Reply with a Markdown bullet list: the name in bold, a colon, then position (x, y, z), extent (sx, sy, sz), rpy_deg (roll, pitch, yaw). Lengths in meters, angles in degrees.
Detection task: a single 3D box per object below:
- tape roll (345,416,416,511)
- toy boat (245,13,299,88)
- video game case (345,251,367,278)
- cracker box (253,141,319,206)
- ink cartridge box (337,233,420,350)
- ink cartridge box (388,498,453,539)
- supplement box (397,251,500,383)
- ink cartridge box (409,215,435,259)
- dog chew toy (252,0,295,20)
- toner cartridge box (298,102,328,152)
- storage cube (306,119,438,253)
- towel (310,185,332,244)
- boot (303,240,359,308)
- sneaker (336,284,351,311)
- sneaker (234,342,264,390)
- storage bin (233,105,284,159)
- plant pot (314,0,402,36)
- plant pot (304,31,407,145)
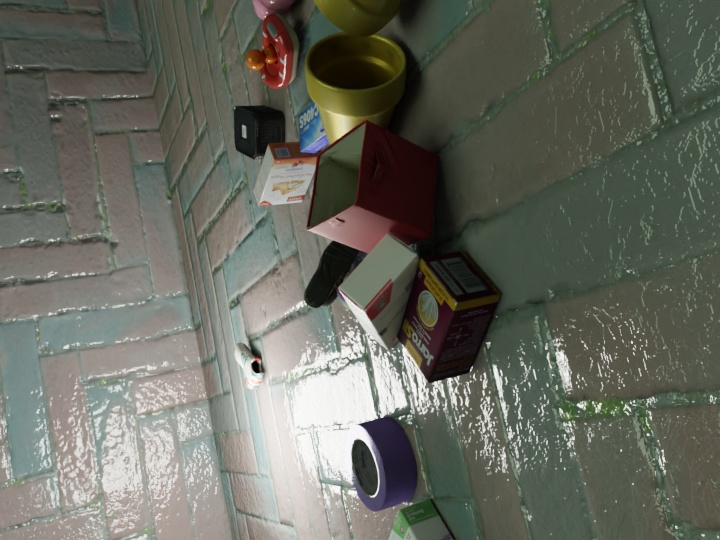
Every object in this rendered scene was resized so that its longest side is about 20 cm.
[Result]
- **tape roll**: position (0.045, 0.452, 1.631), extent (0.200, 0.084, 0.202), rpy_deg (30, 124, 59)
- **toy boat**: position (-0.242, -0.566, 1.834), extent (0.131, 0.130, 0.200), rpy_deg (57, 158, 19)
- **video game case**: position (0.000, 0.000, 1.668), extent (0.200, 0.019, 0.144), rpy_deg (39, 131, 53)
- **cracker box**: position (-0.199, -0.257, 1.863), extent (0.058, 0.133, 0.200), rpy_deg (68, 151, 24)
- **ink cartridge box**: position (0.055, 0.046, 1.329), extent (0.085, 0.146, 0.200), rpy_deg (37, 168, 30)
- **ink cartridge box**: position (0.146, 0.618, 1.475), extent (0.200, 0.087, 0.146), rpy_deg (53, 141, 41)
- **supplement box**: position (0.157, 0.085, 1.284), extent (0.131, 0.102, 0.202), rpy_deg (53, 142, 41)
- **ink cartridge box**: position (0.082, -0.071, 1.447), extent (0.199, 0.050, 0.110), rpy_deg (22, 116, 59)
- **dog chew toy**: position (-0.230, -0.722, 1.819), extent (0.200, 0.123, 0.126), rpy_deg (157, 104, -71)
- **toner cartridge box**: position (-0.090, -0.350, 1.643), extent (0.200, 0.043, 0.096), rpy_deg (-16, 78, 63)
- **storage cube**: position (0.025, -0.146, 1.321), extent (0.199, 0.178, 0.173), rpy_deg (-21, 56, 52)
- **towel**: position (-0.058, -0.179, 1.680), extent (0.192, 0.032, 0.201), rpy_deg (-60, 42, 46)
- **boot**: position (-0.062, 0.005, 1.664), extent (0.201, 0.073, 0.151), rpy_deg (-61, -6, -5)
- **sneaker**: position (0.031, 0.058, 1.555), extent (0.199, 0.069, 0.101), rpy_deg (33, 118, 36)
- **sneaker**: position (-0.391, 0.325, 2.500), extent (0.094, 0.070, 0.201), rpy_deg (-53, 46, 32)
- **storage bin**: position (-0.304, -0.414, 2.074), extent (0.200, 0.093, 0.137), rpy_deg (33, 126, 56)
- **plant pot**: position (0.027, -0.564, 1.267), extent (0.188, 0.199, 0.203), rpy_deg (-23, 77, 46)
- **plant pot**: position (-0.009, -0.348, 1.414), extent (0.190, 0.199, 0.202), rpy_deg (91, 156, -50)
